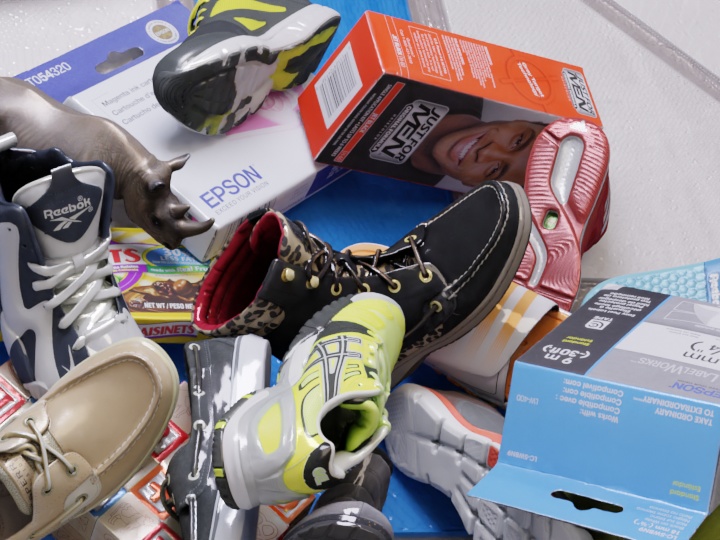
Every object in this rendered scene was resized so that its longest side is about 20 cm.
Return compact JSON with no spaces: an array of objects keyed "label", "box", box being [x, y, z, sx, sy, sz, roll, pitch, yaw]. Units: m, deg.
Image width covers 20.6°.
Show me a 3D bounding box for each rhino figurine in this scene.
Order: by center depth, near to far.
[{"label":"rhino figurine","box":[-0.185,-0.067,1.321,0.199,0.088,0.060,23,33,15]}]

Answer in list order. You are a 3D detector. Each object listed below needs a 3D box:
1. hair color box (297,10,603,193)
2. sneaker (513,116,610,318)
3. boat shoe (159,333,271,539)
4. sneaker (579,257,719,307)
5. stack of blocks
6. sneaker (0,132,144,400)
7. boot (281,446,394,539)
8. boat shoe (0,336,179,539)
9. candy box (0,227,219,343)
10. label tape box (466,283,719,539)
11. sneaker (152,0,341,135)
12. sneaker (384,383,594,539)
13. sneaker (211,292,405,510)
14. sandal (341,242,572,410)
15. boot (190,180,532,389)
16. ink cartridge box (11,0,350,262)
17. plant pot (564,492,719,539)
[{"label":"hair color box","box":[0.066,-0.113,1.430,0.198,0.102,0.062,9,50,-33]},{"label":"sneaker","box":[0.139,0.001,1.423,0.078,0.116,0.201,23,83,22]},{"label":"boat shoe","box":[-0.089,0.124,1.181,0.056,0.069,0.201,3,49,3]},{"label":"sneaker","box":[0.260,0.052,1.372,0.198,0.131,0.080,-4,55,23]},{"label":"stack of blocks","box":[-0.141,0.125,1.236,0.200,0.059,0.115,39,52,11]},{"label":"sneaker","box":[-0.175,0.000,1.195,0.079,0.130,0.200,-21,64,-30]},{"label":"boot","box":[-0.013,0.152,1.174,0.069,0.200,0.132,23,54,-2]},{"label":"boat shoe","box":[-0.187,0.117,1.149,0.200,0.065,0.072,-40,84,6]},{"label":"candy box","box":[-0.174,0.008,1.318,0.198,0.027,0.103,1,35,-19]},{"label":"label tape box","box":[0.172,0.082,1.210,0.143,0.064,0.200,11,27,31]},{"label":"sneaker","box":[-0.095,-0.155,1.394,0.084,0.075,0.200,34,30,16]},{"label":"sneaker","box":[0.099,0.130,1.284,0.081,0.078,0.200,-6,35,-38]},{"label":"sneaker","box":[-0.010,0.079,1.159,0.076,0.076,0.200,0,29,27]},{"label":"sandal","box":[0.060,0.032,1.342,0.205,0.059,0.080,22,77,22]},{"label":"boot","box":[0.000,0.000,1.265,0.150,0.200,0.074,23,37,-38]},{"label":"ink cartridge box","box":[-0.117,-0.117,1.418,0.200,0.043,0.196,42,42,12]},{"label":"plant pot","box":[0.210,0.176,1.266,0.185,0.188,0.200,-9,42,-25]}]
